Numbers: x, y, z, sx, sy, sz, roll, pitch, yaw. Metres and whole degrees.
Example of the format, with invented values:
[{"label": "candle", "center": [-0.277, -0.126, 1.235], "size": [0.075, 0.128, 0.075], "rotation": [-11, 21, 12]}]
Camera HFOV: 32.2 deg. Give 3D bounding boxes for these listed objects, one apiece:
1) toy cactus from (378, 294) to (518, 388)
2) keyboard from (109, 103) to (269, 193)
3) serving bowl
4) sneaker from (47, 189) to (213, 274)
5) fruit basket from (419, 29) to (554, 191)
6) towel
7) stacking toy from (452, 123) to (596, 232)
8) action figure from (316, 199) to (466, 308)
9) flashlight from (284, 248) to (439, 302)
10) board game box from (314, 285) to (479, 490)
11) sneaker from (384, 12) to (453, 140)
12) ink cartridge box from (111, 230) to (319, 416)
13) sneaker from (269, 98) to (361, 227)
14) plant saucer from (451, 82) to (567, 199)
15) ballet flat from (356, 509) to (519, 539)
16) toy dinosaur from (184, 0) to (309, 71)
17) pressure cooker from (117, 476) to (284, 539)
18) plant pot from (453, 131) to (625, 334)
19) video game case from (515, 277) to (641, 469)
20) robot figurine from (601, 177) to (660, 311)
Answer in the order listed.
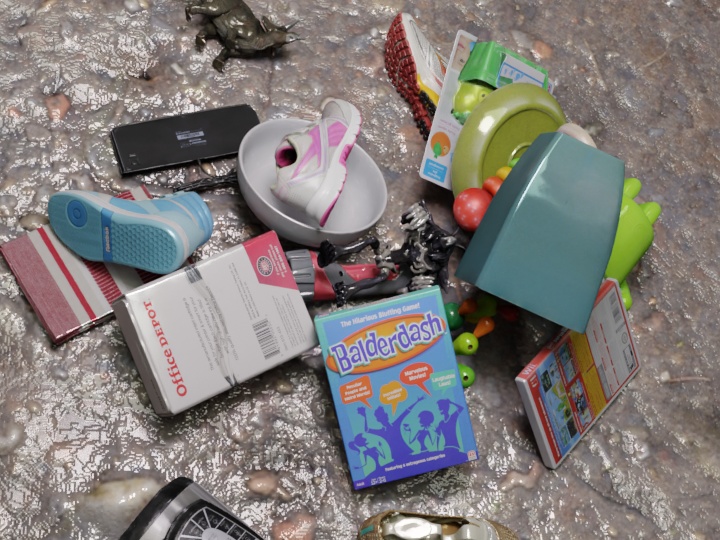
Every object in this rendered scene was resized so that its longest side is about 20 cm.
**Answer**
[{"label": "toy cactus", "center": [0.084, 0.090, 1.521], "size": [0.164, 0.102, 0.201], "rotation": [36, 85, 33]}, {"label": "keyboard", "center": [-0.212, -0.148, 1.602], "size": [0.197, 0.021, 0.129], "rotation": [-13, 62, -19]}, {"label": "serving bowl", "center": [-0.068, -0.100, 1.575], "size": [0.197, 0.066, 0.202], "rotation": [16, 44, -15]}, {"label": "sneaker", "center": [-0.266, -0.060, 1.498], "size": [0.197, 0.081, 0.130], "rotation": [20, 27, 20]}, {"label": "fruit basket", "center": [0.175, -0.189, 1.643], "size": [0.183, 0.093, 0.203], "rotation": [21, 75, -32]}, {"label": "towel", "center": [-0.313, -0.011, 1.504], "size": [0.198, 0.023, 0.145], "rotation": [-26, 71, -27]}, {"label": "stacking toy", "center": [0.203, -0.106, 1.571], "size": [0.198, 0.086, 0.086], "rotation": [-28, 73, -15]}, {"label": "action figure", "center": [0.054, -0.016, 1.491], "size": [0.197, 0.102, 0.121], "rotation": [-17, 95, -23]}, {"label": "flashlight", "center": [0.000, 0.000, 1.555], "size": [0.197, 0.068, 0.069], "rotation": [-6, 56, -17]}, {"label": "board game box", "center": [0.041, 0.134, 1.434], "size": [0.150, 0.045, 0.203], "rotation": [-14, 93, 2]}, {"label": "sneaker", "center": [0.097, -0.264, 1.718], "size": [0.081, 0.078, 0.202], "rotation": [-20, 79, -27]}, {"label": "ink cartridge box", "center": [-0.168, 0.062, 1.443], "size": [0.198, 0.084, 0.147], "rotation": [-24, 92, -25]}, {"label": "sneaker", "center": [-0.056, -0.147, 1.517], "size": [0.087, 0.082, 0.202], "rotation": [22, 41, -9]}, {"label": "plant saucer", "center": [0.205, -0.141, 1.621], "size": [0.198, 0.203, 0.031], "rotation": [-26, 29, -25]}, {"label": "ballet flat", "center": [0.096, 0.308, 1.421], "size": [0.196, 0.065, 0.072], "rotation": [3, 62, -13]}, {"label": "toy dinosaur", "center": [-0.177, -0.336, 1.688], "size": [0.199, 0.077, 0.102], "rotation": [36, 48, 11]}, {"label": "pressure cooker", "center": [-0.160, 0.333, 1.281], "size": [0.199, 0.179, 0.177], "rotation": [38, 91, 7]}, {"label": "plant pot", "center": [0.222, -0.052, 1.468], "size": [0.139, 0.141, 0.203], "rotation": [23, 91, -8]}, {"label": "video game case", "center": [0.271, 0.125, 1.535], "size": [0.017, 0.144, 0.200], "rotation": [14, 46, 45]}, {"label": "robot figurine", "center": [0.298, -0.029, 1.609], "size": [0.176, 0.115, 0.200], "rotation": [47, 72, -14]}]
